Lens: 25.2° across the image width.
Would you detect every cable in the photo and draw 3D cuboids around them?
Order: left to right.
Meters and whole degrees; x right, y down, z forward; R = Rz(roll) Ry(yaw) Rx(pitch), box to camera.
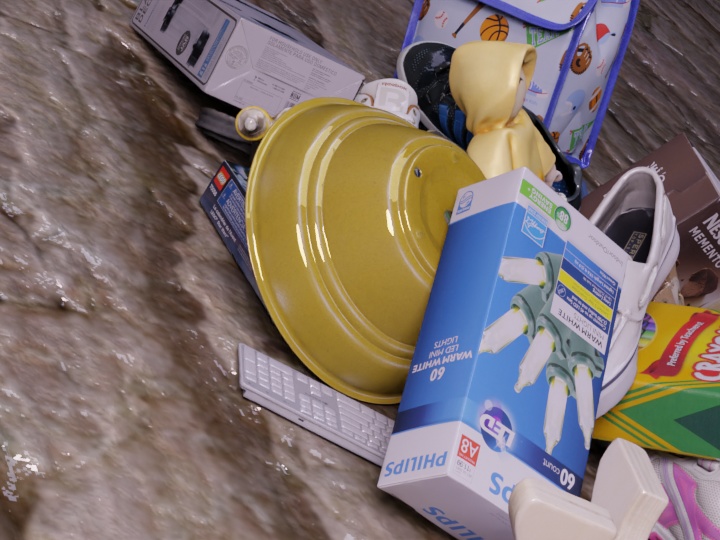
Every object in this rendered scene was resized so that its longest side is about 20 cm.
[{"bbox_3d":[-0.056,-0.095,1.124,0.097,0.050,0.200,17,8,-18],"label":"cable"}]

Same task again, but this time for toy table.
[{"bbox_3d":[0.131,0.182,0.809,0.200,0.117,0.184,20,26,-31],"label":"toy table"}]

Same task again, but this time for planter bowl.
[{"bbox_3d":[0.030,-0.023,0.998,0.200,0.083,0.201,17,65,-41],"label":"planter bowl"}]

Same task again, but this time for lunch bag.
[{"bbox_3d":[0.133,-0.207,1.363,0.170,0.201,0.124,28,19,28],"label":"lunch bag"}]

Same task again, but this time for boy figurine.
[{"bbox_3d":[0.112,-0.064,1.111,0.124,0.064,0.201,-35,114,-60],"label":"boy figurine"}]

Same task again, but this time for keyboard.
[{"bbox_3d":[0.014,0.099,0.956,0.200,0.011,0.056,29,22,-15],"label":"keyboard"}]

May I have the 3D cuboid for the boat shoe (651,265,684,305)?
[{"bbox_3d":[0.213,0.034,1.198,0.200,0.071,0.065,63,5,-46],"label":"boat shoe"}]

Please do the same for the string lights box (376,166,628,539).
[{"bbox_3d":[0.086,0.054,0.925,0.103,0.059,0.201,36,55,-30],"label":"string lights box"}]

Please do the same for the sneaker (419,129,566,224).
[{"bbox_3d":[0.105,-0.048,1.195,0.200,0.088,0.077,50,15,-47],"label":"sneaker"}]

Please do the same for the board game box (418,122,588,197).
[{"bbox_3d":[0.122,-0.050,1.359,0.200,0.062,0.200,25,22,-22],"label":"board game box"}]

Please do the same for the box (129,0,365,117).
[{"bbox_3d":[-0.092,-0.171,1.243,0.116,0.060,0.200,22,11,-30],"label":"box"}]

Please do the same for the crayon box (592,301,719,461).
[{"bbox_3d":[0.202,0.069,1.075,0.199,0.051,0.127,7,25,26],"label":"crayon box"}]

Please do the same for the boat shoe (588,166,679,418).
[{"bbox_3d":[0.157,0.011,1.037,0.072,0.066,0.200,12,47,30],"label":"boat shoe"}]

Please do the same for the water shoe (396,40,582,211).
[{"bbox_3d":[0.107,-0.121,1.267,0.200,0.071,0.079,48,-19,16],"label":"water shoe"}]

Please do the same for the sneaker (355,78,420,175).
[{"bbox_3d":[0.010,-0.103,1.236,0.073,0.085,0.200,15,16,-10],"label":"sneaker"}]

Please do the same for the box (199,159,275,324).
[{"bbox_3d":[0.000,0.000,1.104,0.200,0.040,0.137,16,28,-41],"label":"box"}]

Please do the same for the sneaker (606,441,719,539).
[{"bbox_3d":[0.231,0.154,1.050,0.081,0.088,0.200,20,25,-32],"label":"sneaker"}]

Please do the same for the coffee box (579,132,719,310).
[{"bbox_3d":[0.271,-0.005,1.313,0.200,0.113,0.080,43,20,-43],"label":"coffee box"}]
